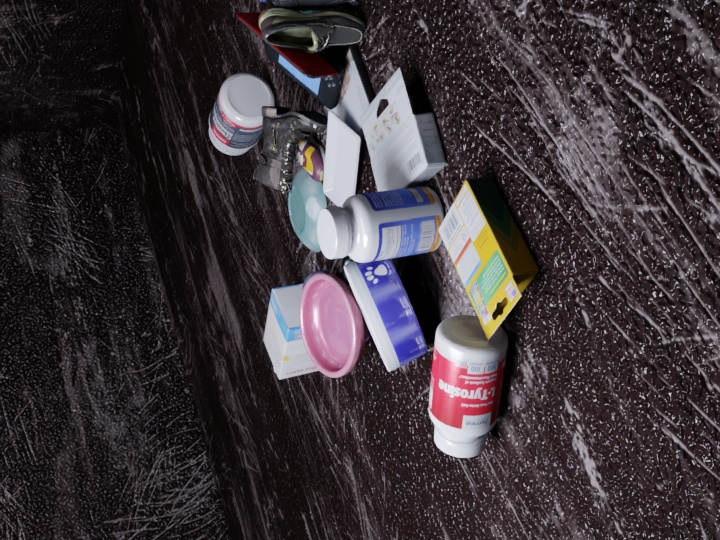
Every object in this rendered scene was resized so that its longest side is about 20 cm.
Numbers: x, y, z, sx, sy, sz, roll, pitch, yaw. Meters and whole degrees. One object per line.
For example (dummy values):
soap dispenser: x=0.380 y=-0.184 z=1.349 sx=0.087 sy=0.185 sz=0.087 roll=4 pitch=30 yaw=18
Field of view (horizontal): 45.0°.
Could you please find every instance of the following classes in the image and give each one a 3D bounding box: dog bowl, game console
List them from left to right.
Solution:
game console: x=-0.139 y=-0.398 z=1.667 sx=0.200 sy=0.118 sz=0.173 roll=42 pitch=151 yaw=14
dog bowl: x=0.044 y=0.068 z=1.523 sx=0.200 sy=0.078 sz=0.203 roll=156 pitch=91 yaw=-88

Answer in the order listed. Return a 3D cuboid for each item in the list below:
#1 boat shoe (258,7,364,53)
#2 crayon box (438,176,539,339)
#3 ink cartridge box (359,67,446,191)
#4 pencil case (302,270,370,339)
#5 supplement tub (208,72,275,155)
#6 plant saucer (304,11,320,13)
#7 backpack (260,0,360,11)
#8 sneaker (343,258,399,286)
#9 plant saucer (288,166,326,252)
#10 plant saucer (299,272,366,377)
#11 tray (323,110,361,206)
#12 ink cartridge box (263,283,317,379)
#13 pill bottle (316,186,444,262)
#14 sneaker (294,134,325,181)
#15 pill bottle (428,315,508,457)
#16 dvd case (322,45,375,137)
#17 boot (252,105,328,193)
boat shoe: x=-0.086 y=-0.428 z=1.579 sx=0.072 sy=0.197 sz=0.067 roll=117 pitch=150 yaw=-56
crayon box: x=0.191 y=-0.018 z=1.283 sx=0.126 sy=0.051 sz=0.203 roll=116 pitch=139 yaw=-53
ink cartridge box: x=0.068 y=-0.225 z=1.500 sx=0.200 sy=0.043 sz=0.177 roll=142 pitch=117 yaw=-64
pencil case: x=-0.053 y=0.081 z=1.834 sx=0.200 sy=0.084 sz=0.094 roll=48 pitch=127 yaw=52
supplement tub: x=-0.300 y=-0.385 z=2.161 sx=0.200 sy=0.138 sz=0.143 roll=138 pitch=119 yaw=-62
plant saucer: x=-0.117 y=-0.558 z=1.837 sx=0.070 sy=0.019 sz=0.202 roll=115 pitch=140 yaw=-52
backpack: x=-0.100 y=-0.555 z=1.603 sx=0.200 sy=0.179 sz=0.150 roll=-150 pitch=57 yaw=-73
sneaker: x=0.000 y=0.000 z=1.682 sx=0.201 sy=0.085 sz=0.079 roll=122 pitch=134 yaw=-56
plant saucer: x=-0.129 y=-0.140 z=1.984 sx=0.201 sy=0.038 sz=0.205 roll=-146 pitch=52 yaw=-58
plant saucer: x=-0.049 y=0.103 z=1.686 sx=0.199 sy=0.050 sz=0.205 roll=18 pitch=112 yaw=53
tray: x=-0.033 y=-0.210 z=1.727 sx=0.107 sy=0.022 sz=0.202 roll=45 pitch=144 yaw=34
ink cartridge box: x=-0.142 y=0.146 z=2.006 sx=0.202 sy=0.126 sz=0.126 roll=107 pitch=146 yaw=-44
pill bottle: x=0.032 y=-0.074 z=1.443 sx=0.112 sy=0.197 sz=0.114 roll=171 pitch=90 yaw=-66
sneaker: x=-0.139 y=-0.263 z=1.900 sx=0.076 sy=0.089 sz=0.201 roll=105 pitch=147 yaw=-43
pill bottle: x=0.163 y=0.182 z=1.344 sx=0.112 sy=0.110 sz=0.204 roll=-136 pitch=43 yaw=-54
dvd case: x=-0.024 y=-0.320 z=1.707 sx=0.200 sy=0.017 sz=0.145 roll=124 pitch=131 yaw=-58
boot: x=-0.147 y=-0.250 z=1.833 sx=0.198 sy=0.069 sz=0.178 roll=17 pitch=108 yaw=39
